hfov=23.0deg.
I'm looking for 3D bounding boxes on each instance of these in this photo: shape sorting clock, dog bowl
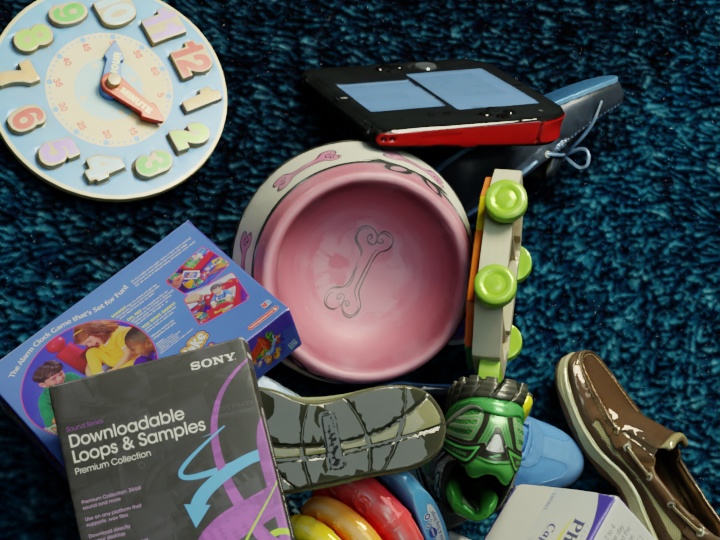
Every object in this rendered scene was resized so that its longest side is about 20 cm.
[{"bbox_3d":[-0.209,-0.150,1.469,0.199,0.039,0.201,8,63,-16],"label":"shape sorting clock"},{"bbox_3d":[0.000,0.000,1.395,0.199,0.074,0.201,-2,101,-9],"label":"dog bowl"}]

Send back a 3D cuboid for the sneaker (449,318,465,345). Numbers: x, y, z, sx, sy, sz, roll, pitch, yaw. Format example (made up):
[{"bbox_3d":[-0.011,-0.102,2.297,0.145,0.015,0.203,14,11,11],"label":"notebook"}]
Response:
[{"bbox_3d":[0.026,-0.016,1.464,0.200,0.083,0.081,40,60,0],"label":"sneaker"}]

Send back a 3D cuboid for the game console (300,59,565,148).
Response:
[{"bbox_3d":[0.060,-0.144,1.493,0.176,0.200,0.031,-2,110,-21],"label":"game console"}]

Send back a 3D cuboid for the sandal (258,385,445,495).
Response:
[{"bbox_3d":[-0.039,0.124,1.273,0.200,0.057,0.080,0,80,-12],"label":"sandal"}]

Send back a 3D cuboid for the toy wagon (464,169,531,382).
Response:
[{"bbox_3d":[0.106,0.024,1.384,0.039,0.155,0.201,6,71,9],"label":"toy wagon"}]

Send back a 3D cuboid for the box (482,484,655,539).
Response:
[{"bbox_3d":[0.158,0.288,1.293,0.200,0.105,0.184,49,63,-31],"label":"box"}]

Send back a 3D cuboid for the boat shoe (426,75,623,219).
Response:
[{"bbox_3d":[0.148,-0.107,1.562,0.200,0.084,0.069,-28,101,-9],"label":"boat shoe"}]

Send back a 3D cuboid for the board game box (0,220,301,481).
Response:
[{"bbox_3d":[-0.164,0.066,1.321,0.200,0.045,0.134,-37,51,-16],"label":"board game box"}]

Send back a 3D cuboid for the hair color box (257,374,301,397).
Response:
[{"bbox_3d":[-0.105,0.186,1.313,0.060,0.100,0.200,30,60,-5],"label":"hair color box"}]

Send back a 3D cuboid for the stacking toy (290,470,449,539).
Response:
[{"bbox_3d":[-0.039,0.226,1.292,0.200,0.110,0.116,-39,126,-29],"label":"stacking toy"}]

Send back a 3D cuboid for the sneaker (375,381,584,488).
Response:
[{"bbox_3d":[0.096,0.133,1.423,0.199,0.078,0.066,15,60,-14],"label":"sneaker"}]

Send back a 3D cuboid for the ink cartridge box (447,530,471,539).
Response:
[{"bbox_3d":[0.078,0.309,1.358,0.094,0.037,0.200,25,58,-8],"label":"ink cartridge box"}]

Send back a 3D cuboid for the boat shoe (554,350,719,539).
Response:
[{"bbox_3d":[0.237,0.148,1.456,0.075,0.075,0.203,-18,76,-55],"label":"boat shoe"}]

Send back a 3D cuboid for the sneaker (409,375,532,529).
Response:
[{"bbox_3d":[0.072,0.154,1.333,0.078,0.200,0.085,12,60,-3],"label":"sneaker"}]

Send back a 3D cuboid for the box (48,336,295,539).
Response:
[{"bbox_3d":[-0.125,0.159,1.214,0.143,0.036,0.201,-15,78,0],"label":"box"}]
